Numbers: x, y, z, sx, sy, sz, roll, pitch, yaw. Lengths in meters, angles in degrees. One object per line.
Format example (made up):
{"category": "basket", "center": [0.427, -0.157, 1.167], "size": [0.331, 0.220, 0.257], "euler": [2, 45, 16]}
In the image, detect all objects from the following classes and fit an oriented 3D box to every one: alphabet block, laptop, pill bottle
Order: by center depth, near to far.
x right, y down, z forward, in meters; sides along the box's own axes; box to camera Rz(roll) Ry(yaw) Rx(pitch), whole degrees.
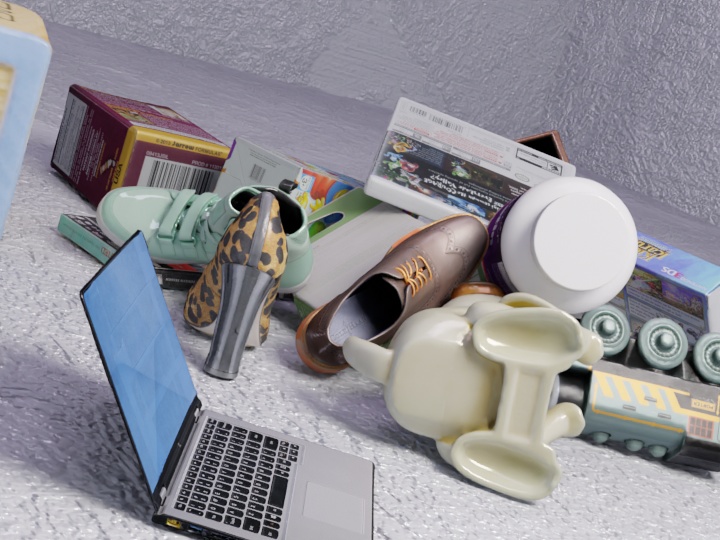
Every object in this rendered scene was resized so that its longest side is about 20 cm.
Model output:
{"category": "laptop", "center": [-0.071, 0.075, 0.831], "size": [0.199, 0.116, 0.187], "euler": [17, 12, -3]}
{"category": "pill bottle", "center": [0.168, -0.019, 1.160], "size": [0.112, 0.113, 0.200], "euler": [18, -3, -2]}
{"category": "alphabet block", "center": [-0.392, -0.151, 1.202], "size": [0.196, 0.196, 0.200], "euler": [16, 13, -19]}

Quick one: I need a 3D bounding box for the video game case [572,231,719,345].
{"category": "video game case", "center": [0.290, 0.047, 1.376], "size": [0.045, 0.182, 0.200], "euler": [-35, 41, -23]}

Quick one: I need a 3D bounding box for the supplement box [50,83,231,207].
{"category": "supplement box", "center": [-0.240, -0.121, 1.502], "size": [0.131, 0.104, 0.200], "euler": [10, 15, -34]}

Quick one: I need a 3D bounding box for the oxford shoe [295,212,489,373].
{"category": "oxford shoe", "center": [0.039, 0.015, 1.130], "size": [0.071, 0.200, 0.073], "euler": [51, -22, -1]}

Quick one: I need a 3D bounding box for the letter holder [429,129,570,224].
{"category": "letter holder", "center": [0.122, -0.064, 1.510], "size": [0.142, 0.101, 0.200], "euler": [-15, -8, -38]}

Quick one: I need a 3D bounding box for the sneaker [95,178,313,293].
{"category": "sneaker", "center": [-0.134, -0.052, 1.182], "size": [0.200, 0.074, 0.118], "euler": [16, -28, 3]}

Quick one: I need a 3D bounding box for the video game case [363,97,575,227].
{"category": "video game case", "center": [0.113, -0.090, 1.349], "size": [0.199, 0.023, 0.182], "euler": [22, 34, -2]}

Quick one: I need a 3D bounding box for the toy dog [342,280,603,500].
{"category": "toy dog", "center": [0.091, 0.081, 1.068], "size": [0.193, 0.140, 0.200], "euler": [2, 8, 10]}

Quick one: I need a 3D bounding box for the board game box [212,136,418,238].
{"category": "board game box", "center": [-0.049, -0.053, 1.424], "size": [0.105, 0.103, 0.200], "euler": [28, 8, 40]}

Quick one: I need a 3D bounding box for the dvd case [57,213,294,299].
{"category": "dvd case", "center": [-0.170, -0.012, 1.314], "size": [0.200, 0.022, 0.146], "euler": [5, 18, -45]}

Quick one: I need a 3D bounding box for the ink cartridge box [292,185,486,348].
{"category": "ink cartridge box", "center": [0.000, 0.000, 1.259], "size": [0.145, 0.048, 0.200], "euler": [-31, 32, -20]}

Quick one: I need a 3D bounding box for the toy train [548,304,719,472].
{"category": "toy train", "center": [0.250, 0.104, 1.193], "size": [0.199, 0.114, 0.085], "euler": [14, -21, -6]}

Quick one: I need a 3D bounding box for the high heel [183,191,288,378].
{"category": "high heel", "center": [-0.093, -0.008, 1.108], "size": [0.071, 0.143, 0.200], "euler": [15, 12, -11]}
